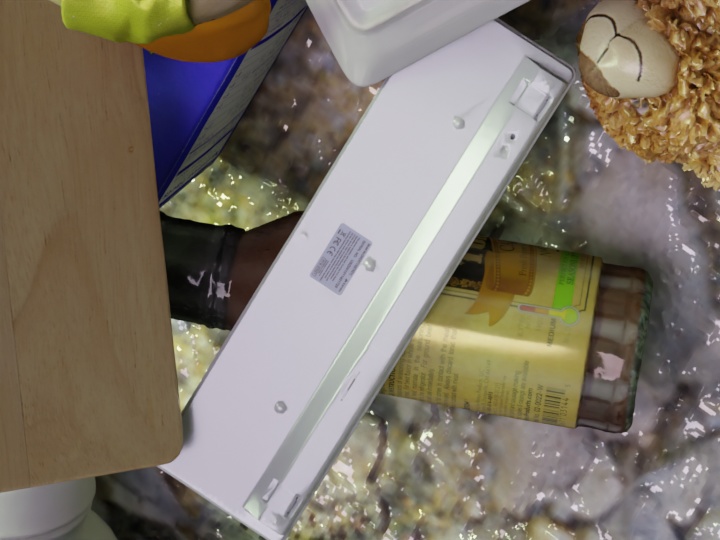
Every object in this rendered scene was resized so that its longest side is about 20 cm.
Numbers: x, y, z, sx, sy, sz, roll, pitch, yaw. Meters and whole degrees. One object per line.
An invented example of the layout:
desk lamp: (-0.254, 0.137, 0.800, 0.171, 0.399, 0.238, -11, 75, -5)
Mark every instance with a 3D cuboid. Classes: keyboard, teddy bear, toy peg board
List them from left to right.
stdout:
toy peg board: (-0.177, -0.021, 0.866, 0.097, 0.198, 0.202, -5, 91, 50)
keyboard: (0.000, 0.000, 0.891, 0.056, 0.011, 0.201, 33, 100, 9)
teddy bear: (0.122, -0.124, 0.838, 0.145, 0.067, 0.200, 47, 124, 9)

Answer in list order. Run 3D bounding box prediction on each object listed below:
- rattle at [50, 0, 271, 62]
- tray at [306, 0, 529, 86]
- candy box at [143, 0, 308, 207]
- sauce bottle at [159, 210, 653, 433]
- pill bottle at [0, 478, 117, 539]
rattle: (-0.070, -0.175, 0.825, 0.129, 0.143, 0.201, -24, 88, 21)
tray: (0.048, -0.143, 0.821, 0.199, 0.022, 0.108, -26, 99, 29)
candy box: (-0.089, -0.149, 0.939, 0.169, 0.077, 0.201, 39, 122, 7)
sauce bottle: (0.006, 0.013, 0.926, 0.198, 0.065, 0.065, 10, 115, 3)
pill bottle: (-0.156, 0.161, 1.079, 0.111, 0.112, 0.202, 14, 117, 23)
